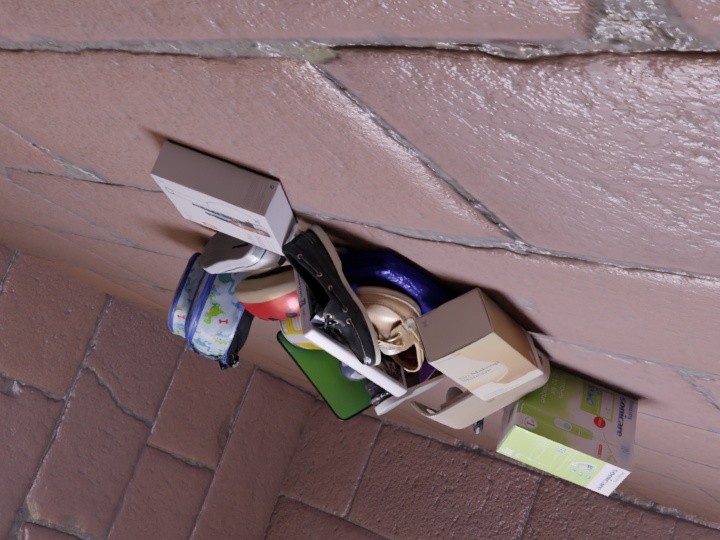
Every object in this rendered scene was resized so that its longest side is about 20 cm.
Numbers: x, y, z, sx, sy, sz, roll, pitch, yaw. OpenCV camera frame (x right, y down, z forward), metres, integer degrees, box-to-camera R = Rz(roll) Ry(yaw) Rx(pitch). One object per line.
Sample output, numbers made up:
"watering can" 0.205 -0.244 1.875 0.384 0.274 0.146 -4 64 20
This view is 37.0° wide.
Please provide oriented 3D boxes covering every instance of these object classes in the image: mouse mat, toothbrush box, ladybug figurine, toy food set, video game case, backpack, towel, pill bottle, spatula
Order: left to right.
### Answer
"backpack" -0.248 0.056 1.857 0.146 0.184 0.200 21 164 -4
"ladybug figurine" -0.118 0.034 1.654 0.135 0.072 0.200 -18 -174 -24
"pill bottle" -0.058 0.075 1.770 0.111 0.112 0.200 24 169 -16
"mouse mat" -0.034 0.155 1.872 0.200 0.161 0.008 52 141 17
"video game case" -0.017 0.066 1.522 0.023 0.182 0.200 -36 129 22
"towel" 0.051 0.027 1.490 0.147 0.050 0.200 -10 150 42
"spatula" 0.114 0.108 1.581 0.021 0.057 0.200 36 -158 1
"toy food set" 0.187 0.173 1.648 0.061 0.200 0.143 65 -167 24
"toothbrush box" 0.335 0.251 1.738 0.199 0.146 0.086 23 137 -2

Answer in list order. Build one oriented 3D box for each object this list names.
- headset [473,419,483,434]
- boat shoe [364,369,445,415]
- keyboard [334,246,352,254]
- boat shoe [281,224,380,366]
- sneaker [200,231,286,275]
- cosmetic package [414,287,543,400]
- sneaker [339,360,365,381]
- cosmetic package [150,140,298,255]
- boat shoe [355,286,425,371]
"headset" 0.263 0.231 1.866 0.123 0.094 0.200 28 -163 34
"boat shoe" 0.079 0.187 1.837 0.060 0.076 0.200 58 -151 11
"keyboard" 0.000 0.000 1.562 0.056 0.011 0.200 15 167 32
"boat shoe" -0.041 0.042 1.395 0.200 0.066 0.074 65 159 -1
"sneaker" -0.183 -0.018 1.657 0.071 0.073 0.200 31 166 -28
"cosmetic package" 0.166 0.106 1.480 0.105 0.071 0.200 -28 149 19
"sneaker" 0.019 0.127 1.726 0.070 0.082 0.200 47 128 1
"cosmetic package" -0.166 -0.087 1.355 0.150 0.052 0.200 23 170 8
"boat shoe" 0.048 0.083 1.468 0.073 0.069 0.200 0 156 28
